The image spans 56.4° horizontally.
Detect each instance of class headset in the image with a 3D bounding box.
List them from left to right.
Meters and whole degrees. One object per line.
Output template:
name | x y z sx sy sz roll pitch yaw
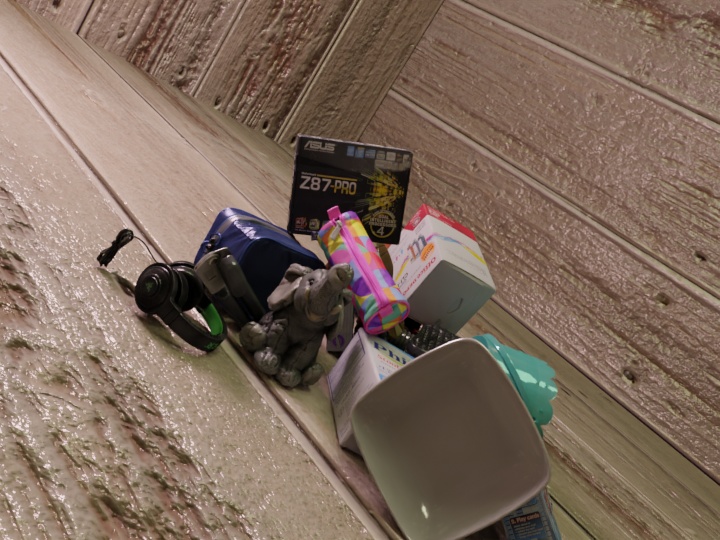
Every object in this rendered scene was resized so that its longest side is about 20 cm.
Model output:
headset | -0.262 0.031 0.893 0.201 0.094 0.123 51 8 3

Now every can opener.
can opener | -0.176 0.033 0.936 0.067 0.052 0.201 53 -11 24

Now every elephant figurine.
elephant figurine | -0.068 0.055 0.958 0.140 0.202 0.155 20 17 -49

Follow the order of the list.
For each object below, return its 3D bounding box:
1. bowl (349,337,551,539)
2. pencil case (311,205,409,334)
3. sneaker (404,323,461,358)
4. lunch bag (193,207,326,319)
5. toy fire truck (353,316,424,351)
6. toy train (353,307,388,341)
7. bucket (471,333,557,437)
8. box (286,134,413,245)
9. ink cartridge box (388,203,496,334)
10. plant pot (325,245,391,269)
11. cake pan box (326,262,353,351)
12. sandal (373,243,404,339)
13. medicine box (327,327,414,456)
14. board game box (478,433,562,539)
bowl | 0.107 0.201 0.806 0.202 0.198 0.075 61 9 12
pencil case | 0.000 0.000 1.047 0.088 0.088 0.202 17 36 -56
sneaker | 0.116 0.152 1.184 0.071 0.084 0.199 26 17 24
lunch bag | -0.172 -0.008 1.085 0.199 0.137 0.132 25 10 -45
toy fire truck | 0.072 0.149 1.259 0.174 0.130 0.200 33 1 -6
toy train | 0.028 0.121 1.153 0.034 0.045 0.204 30 43 -78
bucket | 0.231 0.221 1.176 0.133 0.210 0.208 26 12 -12
box | -0.019 -0.135 1.138 0.196 0.165 0.049 7 13 -11
ink cartridge box | 0.155 0.000 1.349 0.143 0.146 0.202 27 28 -24
plant pot | 0.037 0.017 1.510 0.195 0.201 0.201 43 12 5
cake pan box | -0.033 0.032 1.231 0.051 0.204 0.184 3 11 2
sandal | 0.026 0.031 1.229 0.079 0.054 0.204 0 70 -46
medicine box | 0.058 0.201 0.979 0.180 0.104 0.200 31 12 -17
board game box | 0.215 0.296 0.883 0.200 0.061 0.204 -26 98 -77
